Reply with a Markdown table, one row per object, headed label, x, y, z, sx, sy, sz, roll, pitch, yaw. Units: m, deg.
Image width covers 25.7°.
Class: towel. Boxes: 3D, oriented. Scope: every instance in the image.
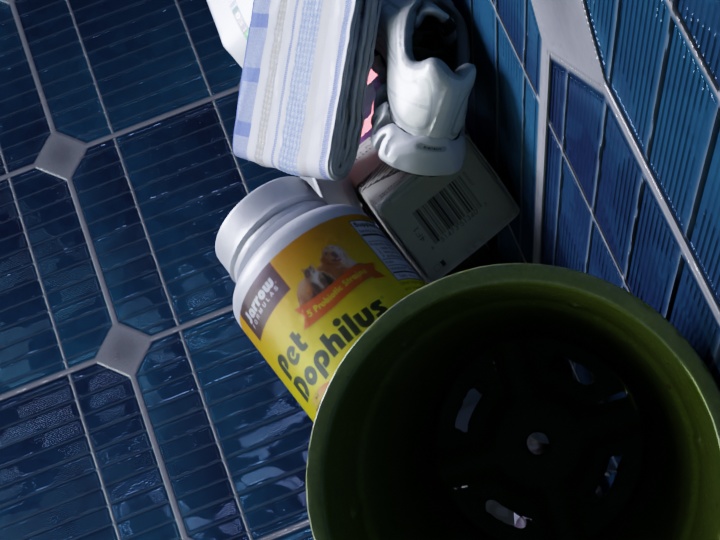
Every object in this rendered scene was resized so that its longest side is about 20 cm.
| label | x | y | z | sx | sy | sz | roll | pitch | yaw |
| --- | --- | --- | --- | --- | --- | --- | --- | --- | --- |
| towel | -0.037 | -0.139 | 1.056 | 0.200 | 0.024 | 0.149 | -161 | 80 | -66 |

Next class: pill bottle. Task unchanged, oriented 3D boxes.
| label | x | y | z | sx | sy | sz | roll | pitch | yaw |
| --- | --- | --- | --- | --- | --- | --- | --- | --- | --- |
| pill bottle | -0.006 | 0.036 | 0.989 | 0.200 | 0.109 | 0.110 | 50 | 168 | 25 |

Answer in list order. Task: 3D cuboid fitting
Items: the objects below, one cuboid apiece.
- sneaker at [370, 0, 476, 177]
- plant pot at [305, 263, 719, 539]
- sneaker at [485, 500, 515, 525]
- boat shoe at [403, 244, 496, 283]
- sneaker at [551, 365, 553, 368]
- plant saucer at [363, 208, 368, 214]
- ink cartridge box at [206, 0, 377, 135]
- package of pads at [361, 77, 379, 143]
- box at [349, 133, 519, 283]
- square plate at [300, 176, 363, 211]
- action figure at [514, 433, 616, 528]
| label | x | y | z | sx | sy | sz | roll | pitch | yaw |
| --- | --- | --- | --- | --- | --- | --- | --- | --- | --- |
| sneaker | 0.035 | -0.151 | 1.008 | 0.201 | 0.074 | 0.082 | -106 | 24 | -43 |
| plant pot | 0.088 | 0.096 | 0.805 | 0.190 | 0.198 | 0.202 | -5 | -106 | -80 |
| sneaker | 0.111 | 0.134 | 1.095 | 0.085 | 0.072 | 0.201 | -58 | -45 | -36 |
| boat shoe | 0.060 | -0.035 | 1.262 | 0.074 | 0.063 | 0.202 | 49 | -173 | -26 |
| sneaker | 0.087 | 0.065 | 1.168 | 0.200 | 0.086 | 0.075 | 99 | 149 | -82 |
| plant saucer | -0.013 | 0.024 | 1.370 | 0.200 | 0.034 | 0.203 | 4 | -90 | -86 |
| ink cartridge box | -0.040 | -0.195 | 1.210 | 0.161 | 0.050 | 0.202 | -39 | 62 | 39 |
| package of pads | -0.014 | -0.192 | 1.342 | 0.121 | 0.075 | 0.202 | -138 | 27 | -77 |
| box | 0.043 | -0.058 | 1.112 | 0.069 | 0.082 | 0.200 | 52 | 179 | -14 |
| square plate | 0.000 | 0.000 | 1.162 | 0.200 | 0.028 | 0.200 | 78 | 169 | -71 |
| action figure | 0.120 | 0.157 | 1.018 | 0.130 | 0.069 | 0.202 | 36 | 135 | 50 |
